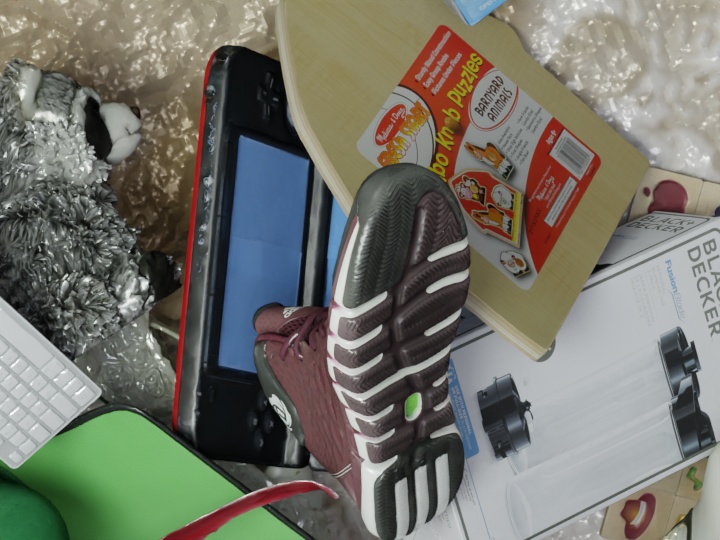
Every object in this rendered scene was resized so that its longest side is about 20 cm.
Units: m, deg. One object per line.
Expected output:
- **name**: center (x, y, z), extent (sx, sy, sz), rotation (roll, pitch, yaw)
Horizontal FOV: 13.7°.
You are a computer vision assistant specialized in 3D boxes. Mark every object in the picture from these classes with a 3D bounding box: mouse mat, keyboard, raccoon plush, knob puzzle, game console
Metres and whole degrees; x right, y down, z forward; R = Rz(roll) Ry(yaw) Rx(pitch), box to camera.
- **mouse mat**: center (-0.110, 0.130, 1.498), extent (0.161, 0.200, 0.008), rotation (39, 54, -22)
- **keyboard**: center (-0.185, 0.025, 1.324), extent (0.056, 0.011, 0.200), rotation (-37, 139, 4)
- **raccoon plush**: center (-0.177, -0.010, 1.409), extent (0.200, 0.097, 0.134), rotation (-35, 94, -29)
- **knob puzzle**: center (0.034, -0.063, 1.462), extent (0.220, 0.220, 0.030), rotation (37, 131, -9)
- **game console**: center (0.000, 0.000, 1.479), extent (0.118, 0.172, 0.200), rotation (3, 85, 23)

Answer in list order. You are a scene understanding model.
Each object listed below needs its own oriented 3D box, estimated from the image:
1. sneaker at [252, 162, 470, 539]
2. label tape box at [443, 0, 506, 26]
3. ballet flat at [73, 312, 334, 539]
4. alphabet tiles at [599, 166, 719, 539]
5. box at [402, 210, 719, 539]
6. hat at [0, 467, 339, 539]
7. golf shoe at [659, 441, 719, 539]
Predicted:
- **sneaker**: center (-0.012, 0.023, 1.379), extent (0.076, 0.115, 0.200), rotation (-24, 131, -32)
- **label tape box**: center (0.061, -0.228, 1.416), extent (0.144, 0.063, 0.200), rotation (-36, 142, -1)
- **ballet flat**: center (-0.069, 0.087, 1.541), extent (0.072, 0.072, 0.200), rotation (-44, 102, 7)
- **alphabet tiles**: center (0.200, 0.059, 1.577), extent (0.167, 0.008, 0.200), rotation (14, 102, -6)
- **box**: center (0.103, 0.057, 1.493), extent (0.200, 0.060, 0.117), rotation (-22, 104, -28)
- **hat**: center (-0.162, 0.134, 1.384), extent (0.166, 0.176, 0.200), rotation (46, 56, -9)
- **golf shoe**: center (0.174, 0.161, 1.533), extent (0.088, 0.077, 0.200), rotation (5, 131, 8)
